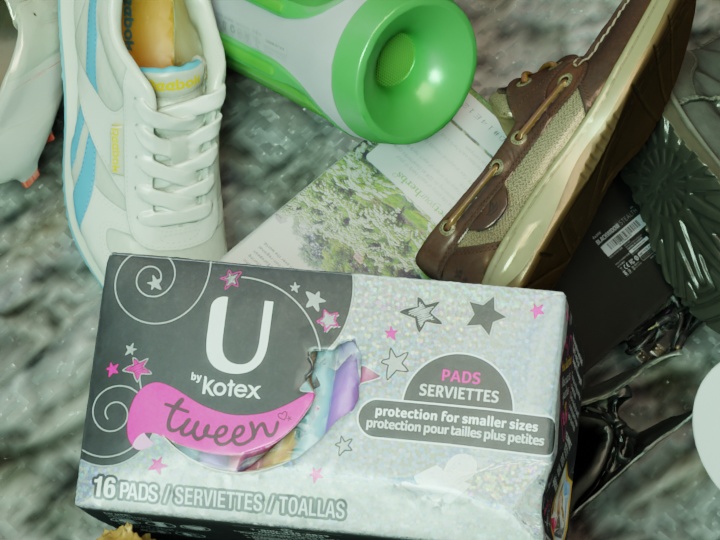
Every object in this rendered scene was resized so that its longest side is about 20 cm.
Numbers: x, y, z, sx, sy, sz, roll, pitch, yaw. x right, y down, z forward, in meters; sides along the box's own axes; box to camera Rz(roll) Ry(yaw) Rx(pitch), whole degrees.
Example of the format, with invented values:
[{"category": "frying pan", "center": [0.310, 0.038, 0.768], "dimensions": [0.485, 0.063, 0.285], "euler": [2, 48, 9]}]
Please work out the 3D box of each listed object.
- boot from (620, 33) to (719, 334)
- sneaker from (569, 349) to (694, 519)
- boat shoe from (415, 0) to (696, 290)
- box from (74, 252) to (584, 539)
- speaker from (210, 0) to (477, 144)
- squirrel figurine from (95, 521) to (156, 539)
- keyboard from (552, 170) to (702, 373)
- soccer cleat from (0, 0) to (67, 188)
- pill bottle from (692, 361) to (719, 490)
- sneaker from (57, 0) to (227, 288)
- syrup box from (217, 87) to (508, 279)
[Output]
[{"category": "boot", "center": [0.228, -0.064, 1.392], "dimensions": [0.199, 0.073, 0.183], "euler": [-10, 68, -36]}, {"category": "sneaker", "center": [0.059, 0.099, 1.267], "dimensions": [0.199, 0.104, 0.060], "euler": [-26, 92, -22]}, {"category": "boat shoe", "center": [0.093, -0.071, 1.297], "dimensions": [0.072, 0.072, 0.201], "euler": [26, 77, 19]}, {"category": "box", "center": [-0.008, 0.064, 1.176], "dimensions": [0.198, 0.132, 0.116], "euler": [4, 78, 9]}, {"category": "speaker", "center": [-0.031, -0.128, 1.348], "dimensions": [0.088, 0.089, 0.200], "euler": [-33, 37, -22]}, {"category": "squirrel figurine", "center": [-0.050, 0.196, 1.157], "dimensions": [0.186, 0.141, 0.201], "euler": [4, 55, -49]}, {"category": "keyboard", "center": [0.133, 0.001, 1.369], "dimensions": [0.104, 0.040, 0.200], "euler": [49, 53, 5]}, {"category": "soccer cleat", "center": [-0.169, -0.131, 1.368], "dimensions": [0.069, 0.078, 0.201], "euler": [-1, 51, 19]}, {"category": "pill bottle", "center": [0.245, 0.046, 1.284], "dimensions": [0.111, 0.111, 0.200], "euler": [46, 42, 17]}, {"category": "sneaker", "center": [-0.102, -0.067, 1.321], "dimensions": [0.076, 0.081, 0.201], "euler": [-12, 96, -25]}, {"category": "syrup box", "center": [0.000, 0.000, 1.331], "dimensions": [0.079, 0.082, 0.200], "euler": [42, 65, 14]}]
